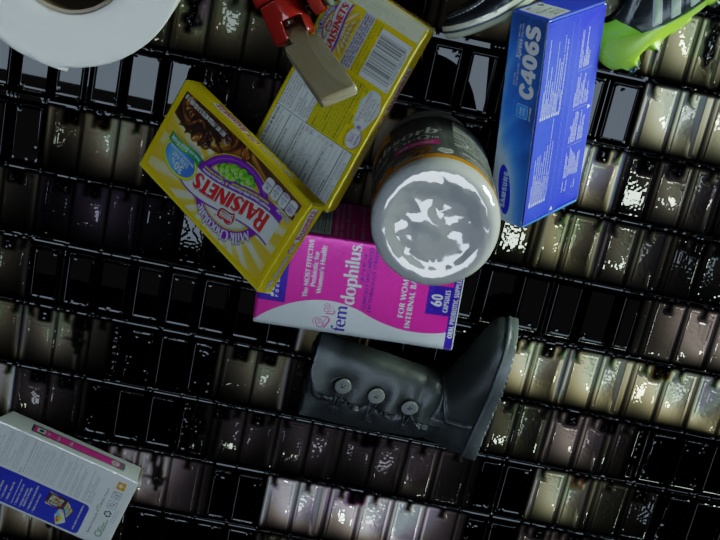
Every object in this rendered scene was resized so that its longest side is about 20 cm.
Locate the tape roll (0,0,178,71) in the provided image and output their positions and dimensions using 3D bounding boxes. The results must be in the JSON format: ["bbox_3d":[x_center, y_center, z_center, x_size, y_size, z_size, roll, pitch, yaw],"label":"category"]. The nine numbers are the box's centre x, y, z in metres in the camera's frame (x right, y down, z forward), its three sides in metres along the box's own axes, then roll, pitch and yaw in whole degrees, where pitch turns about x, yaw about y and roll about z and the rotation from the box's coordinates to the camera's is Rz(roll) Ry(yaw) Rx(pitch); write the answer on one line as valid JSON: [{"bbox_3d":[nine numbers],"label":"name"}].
[{"bbox_3d":[-0.244,-0.294,1.236,0.200,0.139,0.205,0,113,1],"label":"tape roll"}]

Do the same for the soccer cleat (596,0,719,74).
[{"bbox_3d":[0.290,-0.266,1.281,0.199,0.068,0.081,-39,94,15],"label":"soccer cleat"}]

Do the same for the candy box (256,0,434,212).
[{"bbox_3d":[-0.021,-0.166,1.318,0.102,0.026,0.201,36,110,15],"label":"candy box"}]

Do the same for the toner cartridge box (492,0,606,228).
[{"bbox_3d":[0.172,-0.149,1.299,0.043,0.095,0.202,26,125,36],"label":"toner cartridge box"}]

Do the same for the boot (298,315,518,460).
[{"bbox_3d":[0.047,0.097,1.434,0.198,0.066,0.166,18,109,-1],"label":"boot"}]

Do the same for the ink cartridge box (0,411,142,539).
[{"bbox_3d":[-0.342,0.217,1.498,0.198,0.037,0.095,25,111,-12],"label":"ink cartridge box"}]

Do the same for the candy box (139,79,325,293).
[{"bbox_3d":[-0.124,-0.081,1.316,0.200,0.026,0.103,44,114,28],"label":"candy box"}]

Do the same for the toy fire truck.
[{"bbox_3d":[-0.024,-0.254,1.227,0.174,0.129,0.202,-22,94,8],"label":"toy fire truck"}]

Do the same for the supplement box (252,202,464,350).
[{"bbox_3d":[0.000,0.000,1.371,0.197,0.104,0.102,8,113,-1],"label":"supplement box"}]

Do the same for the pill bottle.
[{"bbox_3d":[0.066,-0.074,1.286,0.115,0.200,0.118,0,112,0],"label":"pill bottle"}]

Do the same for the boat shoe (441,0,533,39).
[{"bbox_3d":[0.152,-0.281,1.273,0.199,0.075,0.062,-35,102,9],"label":"boat shoe"}]
